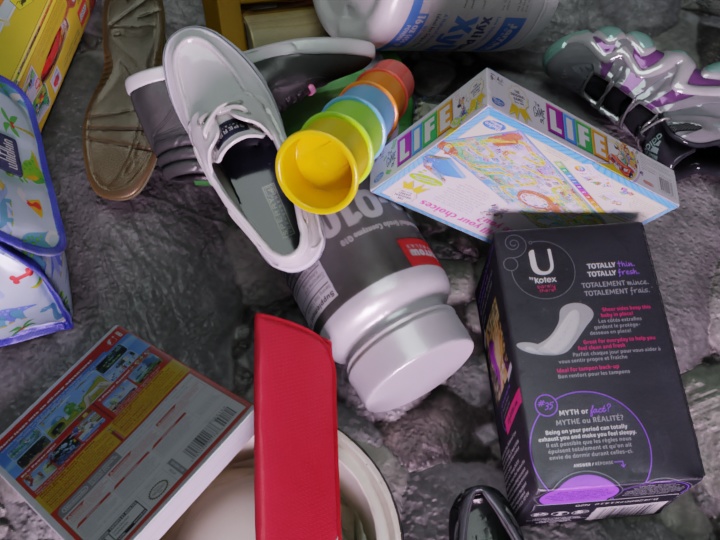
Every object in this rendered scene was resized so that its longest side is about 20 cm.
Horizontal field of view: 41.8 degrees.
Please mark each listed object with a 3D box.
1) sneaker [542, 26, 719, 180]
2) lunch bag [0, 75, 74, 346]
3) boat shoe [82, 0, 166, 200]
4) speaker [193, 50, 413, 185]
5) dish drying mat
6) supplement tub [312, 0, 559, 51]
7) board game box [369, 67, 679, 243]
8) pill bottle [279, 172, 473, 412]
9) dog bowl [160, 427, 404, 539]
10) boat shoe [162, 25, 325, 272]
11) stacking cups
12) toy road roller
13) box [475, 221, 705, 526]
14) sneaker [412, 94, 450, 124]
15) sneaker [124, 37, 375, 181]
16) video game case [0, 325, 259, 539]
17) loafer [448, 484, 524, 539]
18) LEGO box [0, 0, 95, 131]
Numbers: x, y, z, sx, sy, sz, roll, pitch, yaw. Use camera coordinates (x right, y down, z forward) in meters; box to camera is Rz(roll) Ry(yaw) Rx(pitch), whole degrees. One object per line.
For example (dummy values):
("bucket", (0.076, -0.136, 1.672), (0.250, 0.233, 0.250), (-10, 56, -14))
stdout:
("sneaker", (0.254, -0.134, 0.841), (0.198, 0.078, 0.141), (13, 62, 5))
("lunch bag", (-0.297, -0.055, 0.713), (0.126, 0.200, 0.171), (-17, 64, -10))
("boat shoe", (-0.200, -0.152, 0.841), (0.073, 0.066, 0.202), (5, 76, 0))
("speaker", (-0.058, -0.135, 0.826), (0.198, 0.089, 0.089), (-15, 64, -9))
("dish drying mat", (-0.040, 0.130, 0.622), (0.018, 0.077, 0.202), (-24, 56, 36))
("supplement tub", (0.067, -0.260, 0.831), (0.199, 0.132, 0.133), (-9, 60, -36))
("board game box", (0.125, -0.068, 0.721), (0.199, 0.134, 0.035), (21, 56, -31))
("pill bottle", (0.000, 0.000, 0.743), (0.113, 0.114, 0.201), (-25, 66, -14))
("dog bowl", (-0.070, 0.203, 0.660), (0.198, 0.074, 0.202), (1, 62, -2))
("boat shoe", (-0.084, -0.093, 0.675), (0.073, 0.065, 0.201), (-33, 84, 1))
("stacking cups", (0.000, -0.106, 0.704), (0.060, 0.061, 0.200), (21, 31, 9))
("toy road roller", (-0.097, -0.272, 0.887), (0.122, 0.146, 0.202), (-12, 99, -22))
("box", (0.164, 0.078, 0.713), (0.121, 0.106, 0.202), (-3, 63, -3))
("sneaker", (0.138, -0.092, 0.818), (0.198, 0.086, 0.077), (14, 20, 7))
("sneaker", (-0.078, -0.122, 0.747), (0.198, 0.071, 0.100), (-13, 91, -4))
("video game case", (-0.174, 0.120, 0.671), (0.199, 0.018, 0.143), (20, 59, 45))
("loafer", (0.098, 0.247, 0.641), (0.067, 0.071, 0.202), (-13, 63, 3))
("LEGO box", (-0.348, -0.213, 0.860), (0.147, 0.077, 0.202), (11, 63, 3))
